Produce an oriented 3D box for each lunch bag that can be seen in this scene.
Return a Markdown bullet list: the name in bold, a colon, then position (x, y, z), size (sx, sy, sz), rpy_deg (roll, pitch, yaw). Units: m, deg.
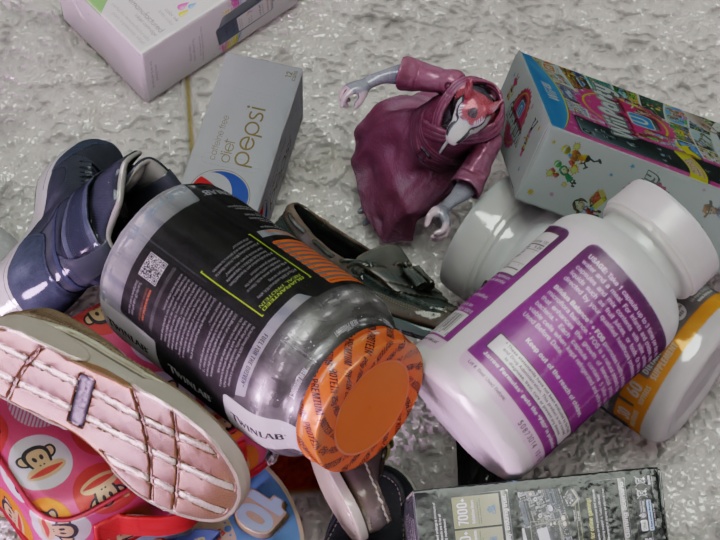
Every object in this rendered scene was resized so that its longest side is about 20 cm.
- **lunch bag**: position (-0.157, 0.108, 1.399), size (0.200, 0.082, 0.176), rpy_deg (-26, 54, -24)

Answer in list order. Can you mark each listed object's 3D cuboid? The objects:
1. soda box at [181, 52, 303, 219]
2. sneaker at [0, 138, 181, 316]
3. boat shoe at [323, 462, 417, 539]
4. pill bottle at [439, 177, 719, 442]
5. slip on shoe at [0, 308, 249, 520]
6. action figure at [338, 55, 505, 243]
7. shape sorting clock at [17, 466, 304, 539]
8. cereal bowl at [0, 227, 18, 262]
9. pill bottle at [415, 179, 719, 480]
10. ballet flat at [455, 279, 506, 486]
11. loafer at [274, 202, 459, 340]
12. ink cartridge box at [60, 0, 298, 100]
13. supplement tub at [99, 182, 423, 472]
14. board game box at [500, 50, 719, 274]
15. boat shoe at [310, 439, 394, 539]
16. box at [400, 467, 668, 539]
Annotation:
- **soda box**: position (-0.097, -0.062, 1.545), size (0.064, 0.068, 0.200), rpy_deg (12, 59, 5)
- **sneaker**: position (-0.173, -0.051, 1.474), size (0.077, 0.146, 0.202), rpy_deg (44, 34, -21)
- **boat shoe**: position (-0.003, 0.214, 1.380), size (0.075, 0.062, 0.200), rpy_deg (8, 58, 15)
- **pill bottle**: position (0.163, 0.024, 1.471), size (0.200, 0.116, 0.116), rpy_deg (34, 63, 18)
- **slip on shoe**: position (-0.152, 0.087, 1.324), size (0.200, 0.076, 0.061), rpy_deg (27, 26, 13)
- **action figure**: position (0.066, -0.092, 1.497), size (0.149, 0.200, 0.134), rpy_deg (-21, 84, -28)
- **shape sorting clock**: position (-0.137, 0.195, 1.404), size (0.200, 0.039, 0.200), rpy_deg (1, 58, -1)
- **cereal bowl**: position (-0.320, 0.032, 1.474), size (0.200, 0.083, 0.200), rpy_deg (1, 58, -2)
- **pill bottle**: position (0.136, 0.034, 1.348), size (0.200, 0.112, 0.112), rpy_deg (-41, 67, -10)
- **ballet flat**: position (0.093, 0.107, 1.424), size (0.057, 0.066, 0.200), rpy_deg (2, 86, 1)
- **loafer**: position (0.000, 0.000, 1.463), size (0.200, 0.072, 0.063), rpy_deg (20, 91, 43)
- **ink cartridge box**: position (-0.129, -0.239, 1.652), size (0.200, 0.067, 0.117), rpy_deg (-36, 66, -21)
- **supplement tub**: position (-0.063, 0.037, 1.327), size (0.122, 0.123, 0.200), rpy_deg (-40, 54, -22)
- **board game box**: position (0.202, -0.075, 1.494), size (0.200, 0.064, 0.148), rpy_deg (18, 24, -13)
- **boat shoe**: position (-0.012, 0.108, 1.415), size (0.059, 0.072, 0.200), rpy_deg (-17, 35, -9)
- **box**: position (0.119, 0.236, 1.325), size (0.164, 0.086, 0.200), rpy_deg (-6, 79, -5)
